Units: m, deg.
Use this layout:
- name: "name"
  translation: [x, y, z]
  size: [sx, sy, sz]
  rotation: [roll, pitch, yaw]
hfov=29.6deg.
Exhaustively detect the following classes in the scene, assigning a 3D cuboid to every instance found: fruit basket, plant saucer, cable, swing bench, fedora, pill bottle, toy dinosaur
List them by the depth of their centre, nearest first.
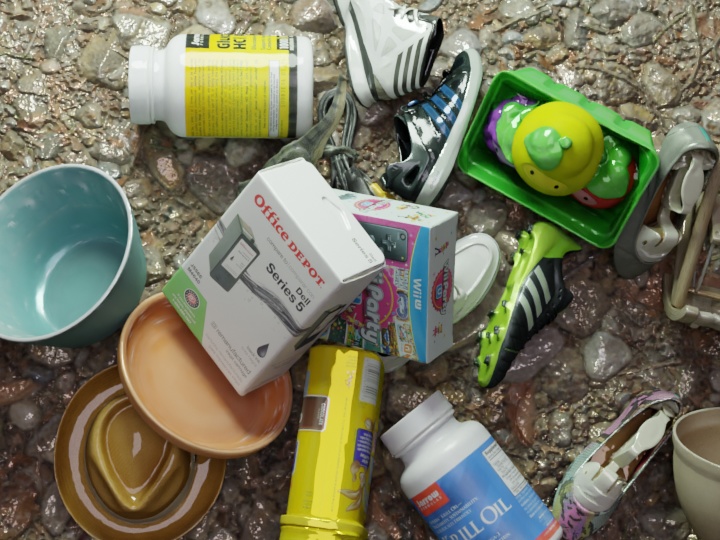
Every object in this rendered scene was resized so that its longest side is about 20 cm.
- name: "fedora"
  translation: [-0.234, 0.192, 1.434]
  size: [0.199, 0.082, 0.202]
  rotation: [1, 79, -4]
- name: "plant saucer"
  translation: [-0.166, 0.112, 1.435]
  size: [0.199, 0.037, 0.201]
  rotation: [21, 45, -23]
- name: "pill bottle"
  translation: [0.112, 0.231, 1.442]
  size: [0.112, 0.112, 0.200]
  rotation: [-38, 84, -10]
- name: "fruit basket"
  translation: [0.210, -0.121, 1.459]
  size: [0.214, 0.156, 0.216]
  rotation: [16, 36, -12]
- name: "toy dinosaur"
  translation: [-0.053, -0.118, 1.486]
  size: [0.088, 0.048, 0.200]
  rotation: [33, 119, -25]
- name: "pill bottle"
  translation: [-0.152, -0.203, 1.502]
  size: [0.198, 0.112, 0.114]
  rotation: [0, 79, -5]
- name: "swing bench"
  translation: [0.453, -0.014, 1.513]
  size: [0.197, 0.130, 0.202]
  rotation: [14, 83, -3]
- name: "cable"
  translation: [-0.015, -0.104, 1.543]
  size: [0.097, 0.050, 0.201]
  rotation: [-25, 69, 8]

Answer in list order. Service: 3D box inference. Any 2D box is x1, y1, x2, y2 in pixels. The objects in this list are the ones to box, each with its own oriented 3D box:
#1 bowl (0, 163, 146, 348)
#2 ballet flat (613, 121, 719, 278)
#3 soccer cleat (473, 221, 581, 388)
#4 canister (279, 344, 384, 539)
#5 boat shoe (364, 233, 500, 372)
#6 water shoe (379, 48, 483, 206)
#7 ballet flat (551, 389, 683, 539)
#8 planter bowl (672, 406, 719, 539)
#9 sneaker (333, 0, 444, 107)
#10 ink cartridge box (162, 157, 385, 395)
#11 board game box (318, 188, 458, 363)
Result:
- name: "bowl"
  translation: [-0.305, 0.001, 1.434]
  size: [0.199, 0.105, 0.202]
  rotation: [-9, 61, 17]
- name: "ballet flat"
  translation: [0.331, -0.064, 1.485]
  size: [0.067, 0.064, 0.201]
  rotation: [4, 122, -22]
- name: "soccer cleat"
  translation: [0.188, 0.043, 1.511]
  size: [0.081, 0.067, 0.201]
  rotation: [25, 77, -13]
- name: "canister"
  translation: [-0.026, 0.190, 1.420]
  size: [0.086, 0.149, 0.202]
  rotation: [7, 76, 5]
- name: "boat shoe"
  translation: [0.081, 0.031, 1.500]
  size: [0.200, 0.066, 0.072]
  rotation: [-39, 84, -10]
- name: "water shoe"
  translation: [0.080, -0.172, 1.524]
  size: [0.078, 0.072, 0.201]
  rotation: [21, 67, -7]
- name: "ballet flat"
  translation: [0.280, 0.207, 1.481]
  size: [0.069, 0.071, 0.200]
  rotation: [42, 79, 3]
- name: "planter bowl"
  translation: [0.423, 0.243, 1.439]
  size: [0.198, 0.200, 0.136]
  rotation: [3, 105, -4]
- name: "sneaker"
  translation: [0.035, -0.294, 1.538]
  size: [0.114, 0.076, 0.202]
  rotation: [-12, 89, 17]
- name: "ink cartridge box"
  translation: [-0.091, 0.007, 1.397]
  size: [0.146, 0.200, 0.084]
  rotation: [51, 35, 12]
- name: "board game box"
  translation: [0.000, 0.000, 1.427]
  size: [0.199, 0.064, 0.149]
  rotation: [11, 111, 29]
